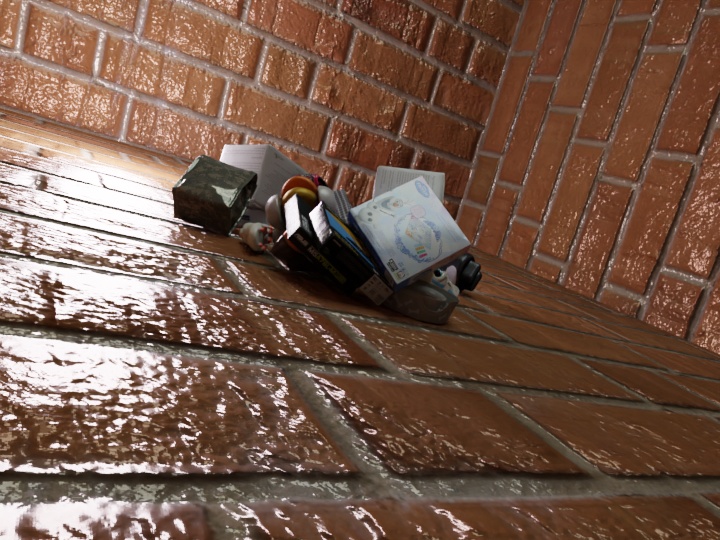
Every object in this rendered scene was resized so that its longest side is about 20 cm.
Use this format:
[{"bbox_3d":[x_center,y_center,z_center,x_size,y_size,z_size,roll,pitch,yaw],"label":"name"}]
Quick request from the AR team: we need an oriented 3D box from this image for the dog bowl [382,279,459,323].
[{"bbox_3d":[0.125,0.062,1.346,0.195,0.060,0.200,18,10,-3],"label":"dog bowl"}]

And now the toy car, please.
[{"bbox_3d":[-0.142,-0.140,1.472,0.169,0.204,0.152,-10,42,-1],"label":"toy car"}]

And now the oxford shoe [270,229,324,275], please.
[{"bbox_3d":[-0.132,-0.030,1.351,0.199,0.072,0.072,38,19,-52],"label":"oxford shoe"}]

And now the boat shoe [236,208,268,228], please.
[{"bbox_3d":[-0.351,-0.153,1.633,0.194,0.074,0.065,7,-7,-23],"label":"boat shoe"}]

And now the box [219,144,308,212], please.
[{"bbox_3d":[-0.294,-0.247,1.727,0.195,0.176,0.199,8,-13,35],"label":"box"}]

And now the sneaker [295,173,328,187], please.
[{"bbox_3d":[-0.121,-0.230,1.745,0.073,0.083,0.199,-7,-9,20],"label":"sneaker"}]

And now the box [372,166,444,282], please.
[{"bbox_3d":[0.110,-0.110,1.437,0.166,0.205,0.200,8,-25,6],"label":"box"}]

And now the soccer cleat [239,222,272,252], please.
[{"bbox_3d":[-0.262,-0.085,1.441,0.075,0.072,0.200,7,6,-3],"label":"soccer cleat"}]

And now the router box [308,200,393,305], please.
[{"bbox_3d":[-0.021,-0.037,1.244,0.200,0.051,0.150,43,15,-33],"label":"router box"}]

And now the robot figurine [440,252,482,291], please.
[{"bbox_3d":[0.283,-0.012,1.852,0.197,0.155,0.123,24,24,33],"label":"robot figurine"}]

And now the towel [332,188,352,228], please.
[{"bbox_3d":[-0.098,-0.144,1.640,0.161,0.087,0.202,-20,37,1],"label":"towel"}]

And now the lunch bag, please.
[{"bbox_3d":[-0.370,-0.205,1.522,0.160,0.119,0.203,18,45,3],"label":"lunch bag"}]

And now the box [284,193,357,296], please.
[{"bbox_3d":[-0.087,-0.061,1.310,0.193,0.047,0.201,47,12,-25],"label":"box"}]

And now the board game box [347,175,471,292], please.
[{"bbox_3d":[0.104,-0.083,1.272,0.195,0.044,0.202,-26,68,-18],"label":"board game box"}]

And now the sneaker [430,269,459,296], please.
[{"bbox_3d":[0.214,0.038,1.579,0.075,0.083,0.198,22,8,34],"label":"sneaker"}]
